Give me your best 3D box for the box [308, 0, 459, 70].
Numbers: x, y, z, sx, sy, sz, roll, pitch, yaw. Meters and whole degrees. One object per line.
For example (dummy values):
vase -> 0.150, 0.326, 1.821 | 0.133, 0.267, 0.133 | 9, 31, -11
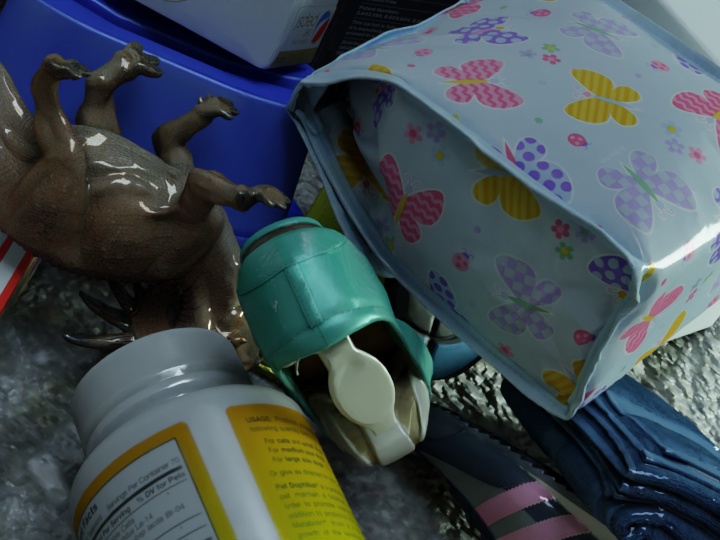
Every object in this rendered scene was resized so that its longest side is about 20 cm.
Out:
box -> 0.028, -0.233, 0.977 | 0.104, 0.200, 0.148 | 3, 49, -30

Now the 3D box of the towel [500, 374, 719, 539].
towel -> 0.139, 0.090, 0.767 | 0.111, 0.049, 0.200 | 29, 7, -15

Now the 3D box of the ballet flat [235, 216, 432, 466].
ballet flat -> -0.004, 0.048, 0.699 | 0.067, 0.200, 0.071 | -25, 62, 4

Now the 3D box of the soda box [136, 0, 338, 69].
soda box -> -0.107, -0.177, 0.825 | 0.199, 0.064, 0.068 | 29, 19, 12

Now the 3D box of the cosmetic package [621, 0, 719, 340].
cosmetic package -> 0.157, -0.091, 0.915 | 0.123, 0.200, 0.200 | -15, 58, -37

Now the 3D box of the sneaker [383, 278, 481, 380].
sneaker -> 0.044, -0.026, 0.866 | 0.073, 0.082, 0.201 | 31, 56, -27

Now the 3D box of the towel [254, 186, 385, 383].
towel -> 0.000, 0.000, 0.872 | 0.086, 0.018, 0.200 | 31, 41, -2

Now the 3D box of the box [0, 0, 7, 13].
box -> -0.212, -0.197, 0.922 | 0.199, 0.040, 0.137 | 9, 47, -23

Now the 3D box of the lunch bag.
lunch bag -> 0.087, -0.051, 0.772 | 0.200, 0.127, 0.169 | 41, 45, 19

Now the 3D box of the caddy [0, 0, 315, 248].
caddy -> -0.113, -0.077, 0.820 | 0.199, 0.105, 0.141 | 22, 18, -10

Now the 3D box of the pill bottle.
pill bottle -> -0.051, 0.124, 0.651 | 0.109, 0.109, 0.200 | -5, 53, -34

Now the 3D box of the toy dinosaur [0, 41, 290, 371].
toy dinosaur -> -0.115, -0.022, 0.724 | 0.200, 0.136, 0.086 | 31, 22, -8

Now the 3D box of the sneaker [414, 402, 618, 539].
sneaker -> 0.082, 0.138, 0.752 | 0.200, 0.082, 0.070 | 36, 1, 36

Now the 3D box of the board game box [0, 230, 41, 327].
board game box -> -0.237, 0.008, 0.701 | 0.151, 0.046, 0.200 | 25, 41, -7
